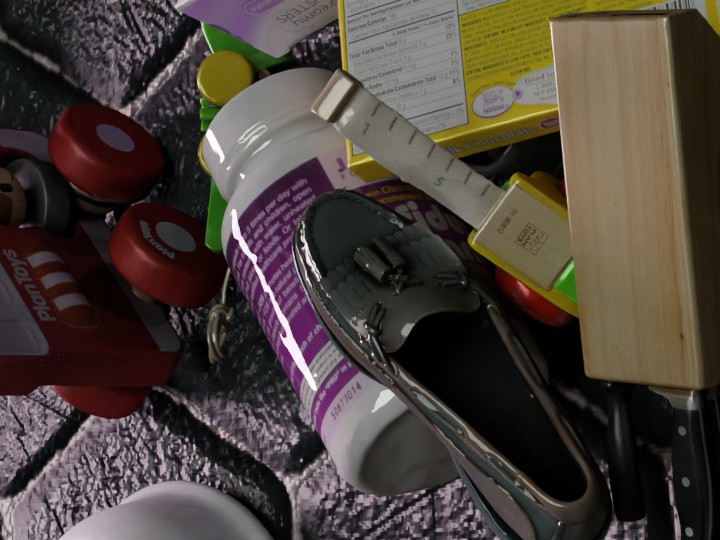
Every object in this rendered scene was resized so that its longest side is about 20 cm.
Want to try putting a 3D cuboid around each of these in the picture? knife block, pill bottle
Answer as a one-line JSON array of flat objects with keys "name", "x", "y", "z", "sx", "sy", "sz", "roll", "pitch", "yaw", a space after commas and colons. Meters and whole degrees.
[{"name": "knife block", "x": 0.127, "y": 0.013, "z": 0.954, "sx": 0.064, "sy": 0.200, "sz": 0.176, "roll": 4, "pitch": 60, "yaw": 45}, {"name": "pill bottle", "x": 0.000, "y": 0.000, "z": 1.119, "sx": 0.112, "sy": 0.112, "sz": 0.200, "roll": -49, "pitch": 56, "yaw": 31}]

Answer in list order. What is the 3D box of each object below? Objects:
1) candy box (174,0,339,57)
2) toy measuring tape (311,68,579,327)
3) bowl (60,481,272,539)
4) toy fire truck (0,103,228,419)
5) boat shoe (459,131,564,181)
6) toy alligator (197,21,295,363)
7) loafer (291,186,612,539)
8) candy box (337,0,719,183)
[{"name": "candy box", "x": -0.010, "y": -0.231, "z": 1.141, "sx": 0.168, "sy": 0.072, "sz": 0.200, "roll": -25, "pitch": 54, "yaw": 41}, {"name": "toy measuring tape", "x": 0.063, "y": -0.031, "z": 1.031, "sx": 0.074, "sy": 0.200, "sz": 0.074, "roll": -51, "pitch": 15, "yaw": 19}, {"name": "bowl", "x": -0.127, "y": 0.214, "z": 1.236, "sx": 0.201, "sy": 0.090, "sz": 0.201, "roll": -3, "pitch": 86, "yaw": 45}, {"name": "toy fire truck", "x": -0.183, "y": -0.011, "z": 1.262, "sx": 0.112, "sy": 0.168, "sz": 0.200, "roll": -54, "pitch": 53, "yaw": 27}, {"name": "boat shoe", "x": 0.039, "y": -0.115, "z": 1.126, "sx": 0.201, "sy": 0.063, "sz": 0.074, "roll": 50, "pitch": 122, "yaw": 36}, {"name": "toy alligator", "x": -0.056, "y": -0.051, "z": 1.223, "sx": 0.054, "sy": 0.059, "sz": 0.200, "roll": -2, "pitch": 84, "yaw": 4}, {"name": "loafer", "x": 0.042, "y": 0.036, "z": 0.996, "sx": 0.200, "sy": 0.072, "sz": 0.063, "roll": 51, "pitch": 166, "yaw": 17}, {"name": "candy box", "x": 0.084, "y": -0.111, "z": 1.045, "sx": 0.200, "sy": 0.026, "sz": 0.102, "roll": -14, "pitch": 61, "yaw": 23}]
